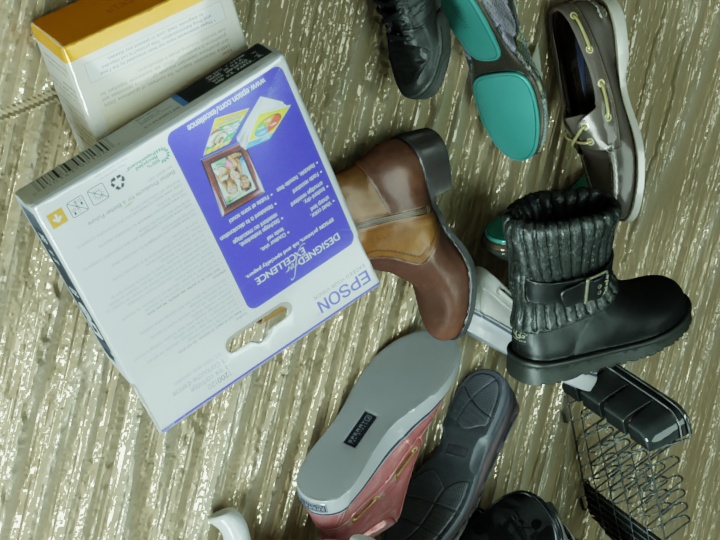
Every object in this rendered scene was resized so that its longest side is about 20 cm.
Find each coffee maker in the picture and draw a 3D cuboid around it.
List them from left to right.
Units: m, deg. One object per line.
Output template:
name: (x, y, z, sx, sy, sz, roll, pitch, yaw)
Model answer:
coffee maker: (0.160, 0.323, 1.507, 0.200, 0.134, 0.194, 36, 80, -43)

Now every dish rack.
dish rack: (0.262, 0.194, 1.551, 0.054, 0.153, 0.202, -25, 121, -18)

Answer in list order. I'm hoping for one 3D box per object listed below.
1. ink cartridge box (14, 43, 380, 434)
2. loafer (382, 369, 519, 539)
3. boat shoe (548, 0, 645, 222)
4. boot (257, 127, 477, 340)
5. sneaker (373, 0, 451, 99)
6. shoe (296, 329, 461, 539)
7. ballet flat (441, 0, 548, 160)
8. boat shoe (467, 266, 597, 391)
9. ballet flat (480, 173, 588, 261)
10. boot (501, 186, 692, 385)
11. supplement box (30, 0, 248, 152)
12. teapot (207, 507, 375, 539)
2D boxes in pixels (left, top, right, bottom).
ink cartridge box: (-0.105, -0.021, 1.094, 0.197, 0.043, 0.201, -33, 122, -14)
loafer: (0.090, 0.190, 1.443, 0.063, 0.071, 0.201, 41, 72, -47)
boat shoe: (0.207, -0.140, 1.417, 0.059, 0.072, 0.203, -9, 94, -25)
boot: (0.000, 0.000, 1.292, 0.199, 0.068, 0.190, -26, 121, -34)
sneaker: (0.019, -0.234, 1.239, 0.103, 0.060, 0.203, -6, 103, -43)
shoe: (0.021, 0.146, 1.367, 0.200, 0.071, 0.091, -50, 147, -26)
ballet flat: (0.122, -0.185, 1.345, 0.072, 0.072, 0.201, -46, 132, -21)
boat shoe: (0.159, 0.051, 1.461, 0.199, 0.071, 0.070, 28, 87, -38)
ballet flat: (0.188, -0.035, 1.459, 0.199, 0.068, 0.069, -27, 130, -34)
boot: (0.211, -0.001, 1.387, 0.209, 0.079, 0.160, -18, 117, -34)
supplement box: (-0.132, -0.101, 1.116, 0.125, 0.073, 0.202, -28, 122, -18)
teapot: (-0.010, 0.285, 1.288, 0.198, 0.197, 0.148, 9, 105, -40)
